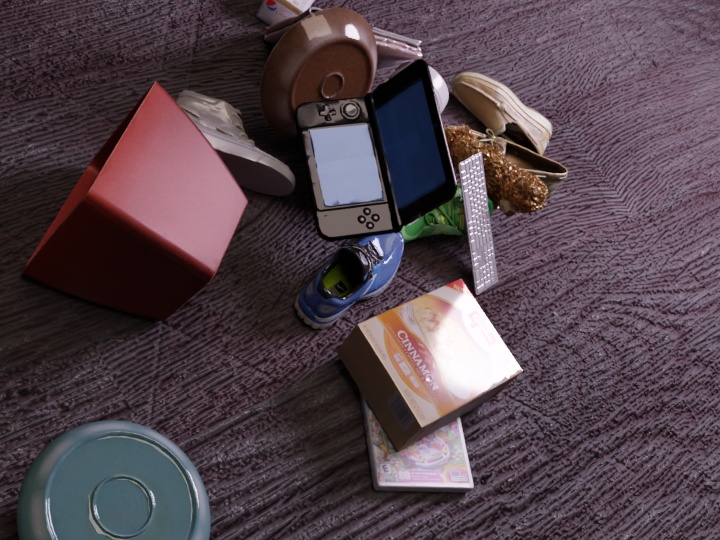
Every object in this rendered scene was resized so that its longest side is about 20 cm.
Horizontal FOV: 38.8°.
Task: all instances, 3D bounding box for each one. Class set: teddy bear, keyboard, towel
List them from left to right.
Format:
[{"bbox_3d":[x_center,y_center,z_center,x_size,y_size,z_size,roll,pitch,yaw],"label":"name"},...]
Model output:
[{"bbox_3d":[-0.027,-0.349,1.552,0.197,0.190,0.033,11,90,-24],"label":"towel"},{"bbox_3d":[0.172,-0.067,1.495,0.056,0.011,0.204,-33,120,-46],"label":"keyboard"},{"bbox_3d":[0.192,-0.147,1.566,0.200,0.145,0.067,44,69,8],"label":"teddy bear"}]

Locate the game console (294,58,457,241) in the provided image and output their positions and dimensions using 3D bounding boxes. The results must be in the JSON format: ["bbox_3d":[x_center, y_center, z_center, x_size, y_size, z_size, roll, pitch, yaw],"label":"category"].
[{"bbox_3d":[0.015,-0.160,1.349,0.169,0.119,0.204,-7,72,-15],"label":"game console"}]

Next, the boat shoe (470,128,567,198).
[{"bbox_3d":[0.242,-0.185,1.663,0.197,0.063,0.074,21,51,-16],"label":"boat shoe"}]

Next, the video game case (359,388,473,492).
[{"bbox_3d":[0.068,0.190,1.339,0.141,0.018,0.203,7,56,-26],"label":"video game case"}]

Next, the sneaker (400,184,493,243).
[{"bbox_3d":[0.118,-0.087,1.502,0.198,0.083,0.076,-20,113,-37],"label":"sneaker"}]

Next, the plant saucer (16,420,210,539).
[{"bbox_3d":[-0.239,0.239,1.020,0.197,0.027,0.203,16,52,-21],"label":"plant saucer"}]

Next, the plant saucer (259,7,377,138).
[{"bbox_3d":[-0.049,-0.266,1.433,0.198,0.203,0.037,-13,42,-36],"label":"plant saucer"}]

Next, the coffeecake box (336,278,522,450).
[{"bbox_3d":[0.092,0.119,1.341,0.198,0.073,0.155,-21,70,-39],"label":"coffeecake box"}]

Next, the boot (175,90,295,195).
[{"bbox_3d":[-0.173,-0.183,1.413,0.197,0.074,0.097,24,57,-13],"label":"boot"}]

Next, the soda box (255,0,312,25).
[{"bbox_3d":[-0.096,-0.469,1.660,0.067,0.064,0.202,31,50,-7],"label":"soda box"}]

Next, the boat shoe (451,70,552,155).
[{"bbox_3d":[0.234,-0.257,1.708,0.198,0.072,0.077,28,61,-11],"label":"boat shoe"}]

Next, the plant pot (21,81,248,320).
[{"bbox_3d":[-0.253,-0.060,1.218,0.175,0.199,0.202,36,47,-18],"label":"plant pot"}]

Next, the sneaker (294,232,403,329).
[{"bbox_3d":[0.000,0.000,1.375,0.079,0.089,0.200,45,52,4],"label":"sneaker"}]

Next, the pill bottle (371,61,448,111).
[{"bbox_3d":[0.047,-0.209,1.511,0.114,0.114,0.201,35,59,-3],"label":"pill bottle"}]

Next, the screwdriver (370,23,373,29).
[{"bbox_3d":[-0.038,-0.273,1.487,0.028,0.201,0.029,37,14,2],"label":"screwdriver"}]
